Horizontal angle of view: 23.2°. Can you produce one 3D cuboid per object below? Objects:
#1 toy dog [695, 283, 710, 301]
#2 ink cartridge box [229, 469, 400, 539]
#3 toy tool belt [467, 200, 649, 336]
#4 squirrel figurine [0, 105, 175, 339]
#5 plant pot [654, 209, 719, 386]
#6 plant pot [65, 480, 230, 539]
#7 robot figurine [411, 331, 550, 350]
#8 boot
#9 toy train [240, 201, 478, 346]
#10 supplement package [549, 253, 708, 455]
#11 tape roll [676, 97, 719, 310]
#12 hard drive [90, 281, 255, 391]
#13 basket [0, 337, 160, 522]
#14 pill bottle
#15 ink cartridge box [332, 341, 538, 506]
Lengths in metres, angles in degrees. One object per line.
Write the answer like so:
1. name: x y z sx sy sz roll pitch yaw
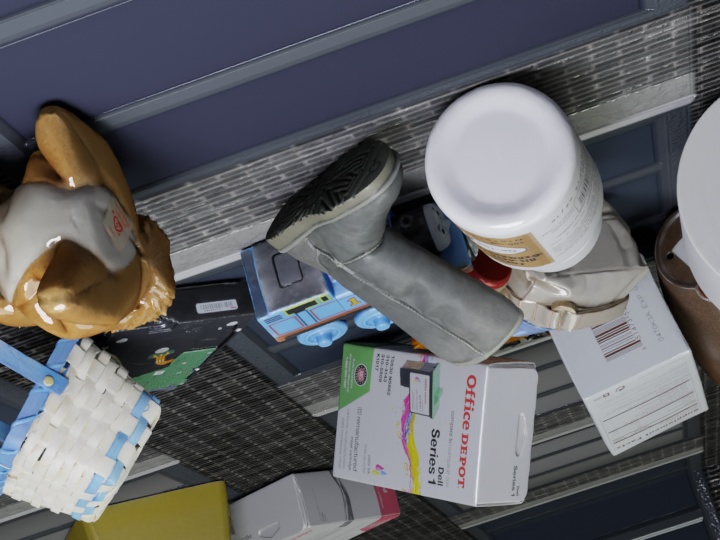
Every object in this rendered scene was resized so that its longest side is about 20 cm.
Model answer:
1. toy dog: 0.353 -0.029 1.589 0.096 0.200 0.132 14 121 -42
2. ink cartridge box: -0.065 0.341 2.493 0.146 0.083 0.199 -29 160 36
3. toy tool belt: 0.155 0.013 1.604 0.199 0.125 0.123 -10 155 -31
4. squirrel figurine: -0.233 0.000 1.174 0.186 0.142 0.200 -16 162 20
5. plant pot: 0.378 0.010 1.758 0.186 0.188 0.200 -24 147 24
6. plant pot: -0.272 0.409 2.349 0.199 0.177 0.200 -10 162 -20
7. robot figurine: 0.155 0.038 1.793 0.199 0.059 0.145 -5 160 -33
8. boot: 0.044 -0.005 1.359 0.200 0.073 0.182 38 153 -15
9. toy train: 0.000 0.000 1.485 0.199 0.087 0.114 -20 157 9
10. supplement package: 0.268 0.088 1.771 0.117 0.117 0.200 -26 155 5
11. tape roll: 0.368 -0.053 1.469 0.202 0.204 0.139 -19 162 7
12. hard drive: -0.194 0.067 1.585 0.139 0.038 0.200 -7 160 -30
13. basket: -0.279 0.117 1.474 0.199 0.140 0.176 27 152 -9
14. pill bottle: 0.127 -0.062 1.353 0.114 0.115 0.200 -21 163 12
15. ink cartridge box: 0.075 0.155 1.808 0.199 0.146 0.084 6 -178 42
